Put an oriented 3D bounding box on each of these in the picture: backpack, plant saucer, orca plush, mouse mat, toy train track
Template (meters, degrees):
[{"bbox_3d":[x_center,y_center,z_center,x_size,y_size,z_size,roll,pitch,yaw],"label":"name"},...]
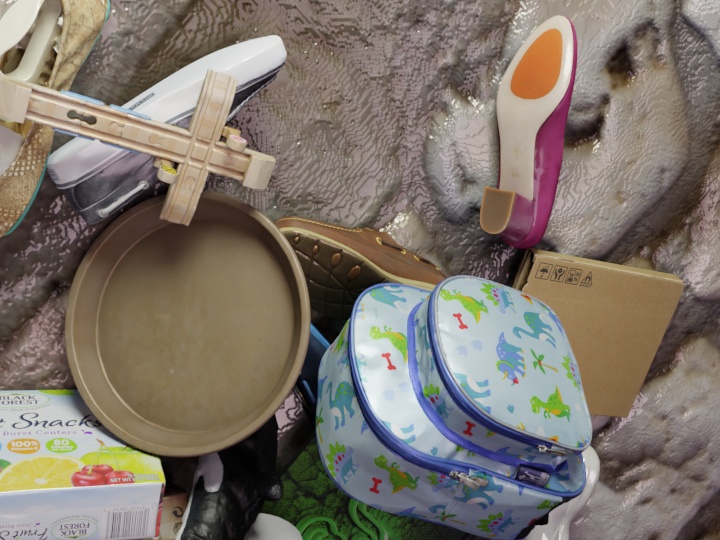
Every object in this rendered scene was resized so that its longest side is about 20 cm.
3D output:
[{"bbox_3d":[0.072,0.095,0.693,0.196,0.185,0.148,14,134,-18],"label":"backpack"},{"bbox_3d":[-0.132,0.040,0.681,0.195,0.029,0.205,-1,81,8],"label":"plant saucer"},{"bbox_3d":[-0.099,0.173,0.705,0.070,0.200,0.107,-11,106,24],"label":"orca plush"},{"bbox_3d":[-0.011,0.231,0.790,0.160,0.008,0.201,41,115,6],"label":"mouse mat"},{"bbox_3d":[-0.149,-0.090,0.606,0.197,0.033,0.117,14,110,-27],"label":"toy train track"}]

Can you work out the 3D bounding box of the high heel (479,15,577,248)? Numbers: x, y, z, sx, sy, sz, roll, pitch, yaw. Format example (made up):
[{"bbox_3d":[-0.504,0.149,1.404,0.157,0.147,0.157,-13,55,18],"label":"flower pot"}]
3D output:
[{"bbox_3d":[0.162,-0.122,0.805,0.095,0.067,0.204,9,102,-56],"label":"high heel"}]

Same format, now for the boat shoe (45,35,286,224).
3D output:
[{"bbox_3d":[-0.135,-0.104,0.663,0.198,0.072,0.068,-34,118,-7],"label":"boat shoe"}]

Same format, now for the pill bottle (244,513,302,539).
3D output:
[{"bbox_3d":[-0.103,0.323,0.780,0.109,0.111,0.204,5,105,-24],"label":"pill bottle"}]

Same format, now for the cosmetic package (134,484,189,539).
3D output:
[{"bbox_3d":[-0.236,0.237,0.714,0.196,0.103,0.089,-8,84,-22],"label":"cosmetic package"}]

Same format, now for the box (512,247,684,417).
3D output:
[{"bbox_3d":[0.224,0.070,0.899,0.196,0.021,0.167,8,110,-27],"label":"box"}]

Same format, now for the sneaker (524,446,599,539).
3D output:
[{"bbox_3d":[0.179,0.271,0.940,0.087,0.075,0.204,16,96,-14],"label":"sneaker"}]

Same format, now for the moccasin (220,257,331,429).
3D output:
[{"bbox_3d":[-0.061,0.075,0.753,0.068,0.080,0.201,-41,118,-6],"label":"moccasin"}]

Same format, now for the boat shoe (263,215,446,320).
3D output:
[{"bbox_3d":[0.001,0.000,0.763,0.197,0.068,0.072,23,128,-30],"label":"boat shoe"}]

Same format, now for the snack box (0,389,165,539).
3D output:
[{"bbox_3d":[-0.256,0.144,0.660,0.196,0.142,0.054,3,109,-24],"label":"snack box"}]

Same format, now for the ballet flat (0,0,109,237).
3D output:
[{"bbox_3d":[-0.241,-0.121,0.611,0.065,0.070,0.204,15,97,-66],"label":"ballet flat"}]

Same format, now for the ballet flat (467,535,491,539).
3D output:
[{"bbox_3d":[0.094,0.251,0.819,0.067,0.069,0.203,3,123,2],"label":"ballet flat"}]
